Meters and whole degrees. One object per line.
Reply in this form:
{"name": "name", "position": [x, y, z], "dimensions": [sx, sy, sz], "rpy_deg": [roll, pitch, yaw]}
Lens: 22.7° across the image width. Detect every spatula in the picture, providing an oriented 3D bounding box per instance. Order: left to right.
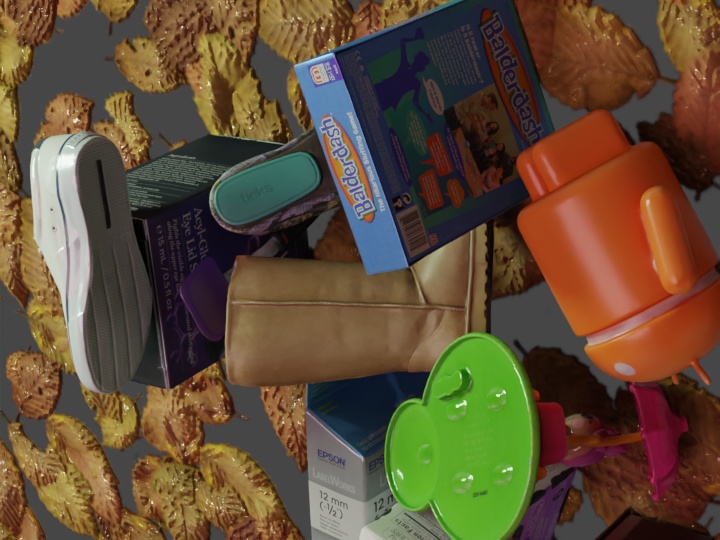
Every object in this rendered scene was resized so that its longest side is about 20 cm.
{"name": "spatula", "position": [-0.080, -0.012, 1.425], "dimensions": [0.020, 0.200, 0.057], "rpy_deg": [-11, 113, 42]}

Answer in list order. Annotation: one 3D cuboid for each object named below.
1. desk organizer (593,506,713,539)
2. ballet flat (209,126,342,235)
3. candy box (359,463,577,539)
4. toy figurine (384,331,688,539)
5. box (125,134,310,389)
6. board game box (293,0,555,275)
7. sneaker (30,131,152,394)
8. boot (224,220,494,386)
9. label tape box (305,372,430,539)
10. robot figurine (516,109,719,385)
{"name": "desk organizer", "position": [0.225, 0.296, 1.392], "dimensions": [0.077, 0.072, 0.202], "rpy_deg": [12, 118, 35]}
{"name": "ballet flat", "position": [-0.022, -0.082, 1.405], "dimensions": [0.199, 0.072, 0.073], "rpy_deg": [-21, 98, 3]}
{"name": "candy box", "position": [0.070, 0.237, 1.409], "dimensions": [0.071, 0.199, 0.169], "rpy_deg": [34, 130, 25]}
{"name": "toy figurine", "position": [0.143, 0.128, 1.312], "dimensions": [0.200, 0.183, 0.151], "rpy_deg": [-25, 66, 57]}
{"name": "box", "position": [-0.140, -0.013, 1.476], "dimensions": [0.104, 0.200, 0.149], "rpy_deg": [10, 117, 35]}
{"name": "board game box", "position": [0.055, -0.103, 1.258], "dimensions": [0.045, 0.199, 0.153], "rpy_deg": [-11, 102, 45]}
{"name": "sneaker", "position": [-0.207, -0.008, 1.357], "dimensions": [0.070, 0.073, 0.202], "rpy_deg": [10, 108, 43]}
{"name": "boot", "position": [0.000, 0.000, 1.350], "dimensions": [0.198, 0.066, 0.177], "rpy_deg": [1, 76, 8]}
{"name": "label tape box", "position": [0.026, 0.144, 1.443], "dimensions": [0.066, 0.143, 0.202], "rpy_deg": [20, 122, 35]}
{"name": "robot figurine", "position": [0.185, -0.009, 1.246], "dimensions": [0.143, 0.116, 0.201], "rpy_deg": [-28, 91, 39]}
